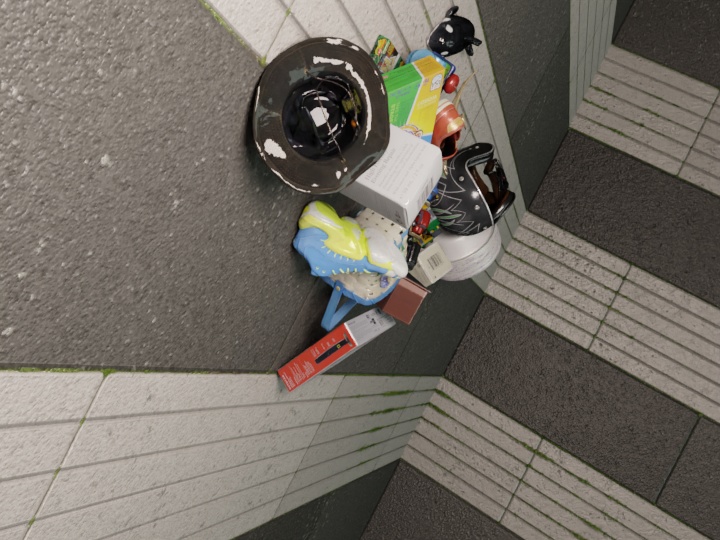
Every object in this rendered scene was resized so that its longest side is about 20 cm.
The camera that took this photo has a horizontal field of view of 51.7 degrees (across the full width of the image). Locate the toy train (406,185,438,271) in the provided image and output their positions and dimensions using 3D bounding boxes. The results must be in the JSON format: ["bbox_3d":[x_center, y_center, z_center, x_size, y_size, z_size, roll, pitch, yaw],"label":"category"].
[{"bbox_3d":[0.110,-0.096,1.409,0.034,0.045,0.205,23,79,-40],"label":"toy train"}]

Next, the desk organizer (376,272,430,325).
[{"bbox_3d":[0.059,0.028,1.480,0.078,0.071,0.200,-59,-158,7],"label":"desk organizer"}]

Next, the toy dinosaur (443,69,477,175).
[{"bbox_3d":[0.167,-0.277,1.390,0.101,0.057,0.205,-77,-178,-70],"label":"toy dinosaur"}]

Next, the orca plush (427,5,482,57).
[{"bbox_3d":[0.190,-0.418,1.377,0.107,0.070,0.199,-66,162,13],"label":"orca plush"}]

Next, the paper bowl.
[{"bbox_3d":[0.235,-0.082,1.801,0.202,0.197,0.106,-52,132,-28],"label":"paper bowl"}]

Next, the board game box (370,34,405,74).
[{"bbox_3d":[0.007,-0.257,1.175,0.204,0.023,0.105,-64,165,4],"label":"board game box"}]

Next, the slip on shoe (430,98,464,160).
[{"bbox_3d":[0.133,-0.210,1.280,0.073,0.061,0.201,-36,164,-21],"label":"slip on shoe"}]

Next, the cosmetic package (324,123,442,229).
[{"bbox_3d":[0.007,-0.154,1.029,0.103,0.197,0.074,-56,162,-16],"label":"cosmetic package"}]

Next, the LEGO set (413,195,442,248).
[{"bbox_3d":[0.089,-0.108,1.541,0.153,0.117,0.199,-37,167,15],"label":"LEGO set"}]

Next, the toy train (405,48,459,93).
[{"bbox_3d":[0.077,-0.272,1.240,0.202,0.084,0.115,-57,166,14],"label":"toy train"}]

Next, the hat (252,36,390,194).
[{"bbox_3d":[-0.060,-0.196,0.957,0.196,0.080,0.207,-3,97,-29],"label":"hat"}]

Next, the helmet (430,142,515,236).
[{"bbox_3d":[0.237,-0.173,1.666,0.190,0.199,0.202,-42,156,-25],"label":"helmet"}]

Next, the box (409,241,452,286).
[{"bbox_3d":[0.105,0.017,1.613,0.082,0.069,0.199,-33,179,-40],"label":"box"}]

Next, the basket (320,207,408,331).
[{"bbox_3d":[0.000,0.000,1.336,0.176,0.138,0.202,-45,165,-43],"label":"basket"}]

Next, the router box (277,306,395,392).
[{"bbox_3d":[-0.042,0.147,1.441,0.178,0.049,0.199,-36,173,24],"label":"router box"}]

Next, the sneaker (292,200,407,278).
[{"bbox_3d":[-0.022,-0.026,1.199,0.106,0.197,0.076,-51,-165,26],"label":"sneaker"}]

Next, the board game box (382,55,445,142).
[{"bbox_3d":[0.051,-0.219,1.167,0.151,0.040,0.203,-28,148,-26],"label":"board game box"}]
